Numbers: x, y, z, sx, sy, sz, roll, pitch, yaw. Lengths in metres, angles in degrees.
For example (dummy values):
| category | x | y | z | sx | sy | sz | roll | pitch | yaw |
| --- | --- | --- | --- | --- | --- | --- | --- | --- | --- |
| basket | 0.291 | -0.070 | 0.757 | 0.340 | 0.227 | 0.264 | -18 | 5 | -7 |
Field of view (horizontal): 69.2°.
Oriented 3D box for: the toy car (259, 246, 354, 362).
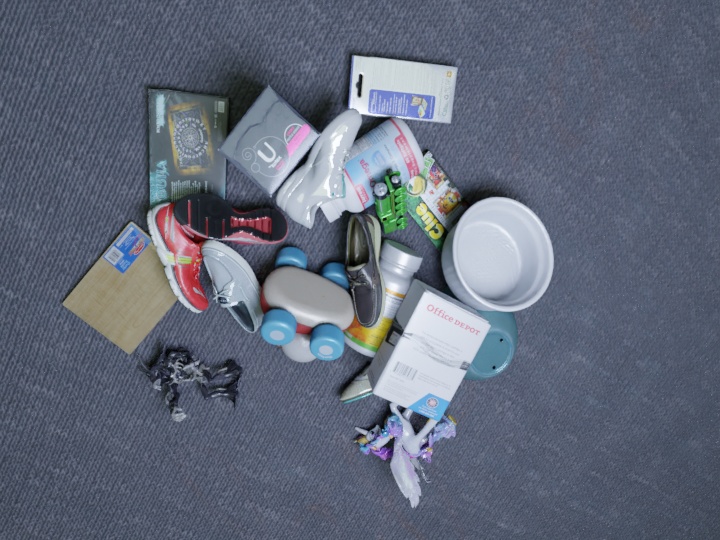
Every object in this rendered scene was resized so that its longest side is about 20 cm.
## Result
| category | x | y | z | sx | sy | sz | roll | pitch | yaw |
| --- | --- | --- | --- | --- | --- | --- | --- | --- | --- |
| toy car | -0.118 | 0.103 | 0.977 | 0.172 | 0.188 | 0.202 | 18 | 132 | -13 |

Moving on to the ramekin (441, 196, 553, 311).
| category | x | y | z | sx | sy | sz | roll | pitch | yaw |
| --- | --- | --- | --- | --- | --- | --- | --- | --- | --- |
| ramekin | 0.244 | -0.022 | 0.964 | 0.194 | 0.098 | 0.208 | 2 | 80 | -13 |

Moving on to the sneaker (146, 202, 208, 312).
| category | x | y | z | sx | sy | sz | roll | pitch | yaw |
| --- | --- | --- | --- | --- | --- | --- | --- | --- | --- |
| sneaker | -0.302 | -0.021 | 0.912 | 0.083 | 0.077 | 0.205 | -20 | 112 | -8 |

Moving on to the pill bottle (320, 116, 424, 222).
| category | x | y | z | sx | sy | sz | roll | pitch | yaw |
| --- | --- | --- | --- | --- | --- | --- | --- | --- | --- |
| pill bottle | 0.008 | -0.174 | 0.924 | 0.197 | 0.109 | 0.110 | -33 | 109 | 1 |

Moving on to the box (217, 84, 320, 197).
| category | x | y | z | sx | sy | sz | roll | pitch | yaw |
| --- | --- | --- | --- | --- | --- | --- | --- | --- | --- |
| box | -0.142 | -0.208 | 0.838 | 0.105 | 0.200 | 0.123 | 40 | 97 | -16 |

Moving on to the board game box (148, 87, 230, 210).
| category | x | y | z | sx | sy | sz | roll | pitch | yaw |
| --- | --- | --- | --- | --- | --- | --- | --- | --- | --- |
| board game box | -0.296 | -0.200 | 0.903 | 0.131 | 0.028 | 0.207 | 4 | 106 | -11 |

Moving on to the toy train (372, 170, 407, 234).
| category | x | y | z | sx | sy | sz | roll | pitch | yaw |
| --- | --- | --- | --- | --- | --- | --- | --- | --- | --- |
| toy train | 0.052 | -0.114 | 0.918 | 0.055 | 0.200 | 0.043 | -20 | 74 | 1 |

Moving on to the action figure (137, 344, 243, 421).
| category | x | y | z | sx | sy | sz | roll | pitch | yaw |
| --- | --- | --- | --- | --- | --- | --- | --- | --- | --- |
| action figure | -0.324 | 0.208 | 0.982 | 0.194 | 0.103 | 0.122 | 10 | 116 | -15 |

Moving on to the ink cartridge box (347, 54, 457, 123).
| category | x | y | z | sx | sy | sz | roll | pitch | yaw |
| --- | --- | --- | --- | --- | --- | --- | --- | --- | --- |
| ink cartridge box | 0.074 | -0.322 | 0.932 | 0.193 | 0.037 | 0.098 | 1 | 107 | -13 |

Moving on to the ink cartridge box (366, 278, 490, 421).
| category | x | y | z | sx | sy | sz | roll | pitch | yaw |
| --- | --- | --- | --- | --- | --- | --- | --- | --- | --- |
| ink cartridge box | 0.119 | 0.141 | 0.935 | 0.142 | 0.084 | 0.204 | 25 | 100 | -15 |

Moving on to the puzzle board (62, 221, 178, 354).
| category | x | y | z | sx | sy | sz | roll | pitch | yaw |
| --- | --- | --- | --- | --- | --- | --- | --- | --- | --- |
| puzzle board | -0.420 | 0.034 | 0.957 | 0.150 | 0.017 | 0.201 | 42 | 95 | -17 |

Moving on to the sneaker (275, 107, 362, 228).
| category | x | y | z | sx | sy | sz | roll | pitch | yaw |
| --- | --- | --- | --- | --- | --- | --- | --- | --- | --- |
| sneaker | -0.048 | -0.161 | 0.849 | 0.088 | 0.075 | 0.201 | 40 | 102 | 8 |

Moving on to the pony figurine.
| category | x | y | z | sx | sy | sz | roll | pitch | yaw |
| --- | --- | --- | --- | --- | --- | --- | --- | --- | --- |
| pony figurine | 0.103 | 0.358 | 1.093 | 0.200 | 0.166 | 0.194 | -43 | 77 | 8 |

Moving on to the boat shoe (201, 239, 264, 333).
| category | x | y | z | sx | sy | sz | roll | pitch | yaw |
| --- | --- | --- | --- | --- | --- | --- | --- | --- | --- |
| boat shoe | -0.224 | 0.036 | 0.927 | 0.068 | 0.073 | 0.203 | -1 | 138 | 26 |

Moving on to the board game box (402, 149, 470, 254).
| category | x | y | z | sx | sy | sz | roll | pitch | yaw |
| --- | --- | --- | --- | --- | --- | --- | --- | --- | --- |
| board game box | 0.152 | -0.121 | 1.013 | 0.104 | 0.024 | 0.200 | -41 | 109 | 5 |

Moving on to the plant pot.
| category | x | y | z | sx | sy | sz | roll | pitch | yaw |
| --- | --- | --- | --- | --- | --- | --- | --- | --- | --- |
| plant pot | 0.234 | 0.136 | 1.044 | 0.193 | 0.135 | 0.207 | -3 | 106 | -9 |

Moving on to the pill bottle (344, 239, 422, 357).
| category | x | y | z | sx | sy | sz | roll | pitch | yaw |
| --- | --- | --- | --- | --- | --- | --- | --- | --- | --- |
| pill bottle | 0.044 | 0.052 | 0.996 | 0.108 | 0.111 | 0.205 | 19 | 102 | -15 |

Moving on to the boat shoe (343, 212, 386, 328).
| category | x | y | z | sx | sy | sz | roll | pitch | yaw |
| --- | --- | --- | --- | --- | --- | --- | --- | --- | --- |
| boat shoe | 0.000 | 0.000 | 0.923 | 0.072 | 0.064 | 0.207 | -10 | 81 | 35 |

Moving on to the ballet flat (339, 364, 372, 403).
| category | x | y | z | sx | sy | sz | roll | pitch | yaw |
| --- | --- | --- | --- | --- | --- | --- | --- | --- | --- |
| ballet flat | 0.044 | 0.216 | 1.081 | 0.194 | 0.068 | 0.064 | -16 | 81 | -9 |

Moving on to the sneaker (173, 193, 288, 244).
| category | x | y | z | sx | sy | sz | roll | pitch | yaw |
| --- | --- | --- | --- | --- | --- | --- | --- | --- | --- |
| sneaker | -0.228 | -0.074 | 0.907 | 0.195 | 0.086 | 0.076 | 11 | 72 | -29 |
